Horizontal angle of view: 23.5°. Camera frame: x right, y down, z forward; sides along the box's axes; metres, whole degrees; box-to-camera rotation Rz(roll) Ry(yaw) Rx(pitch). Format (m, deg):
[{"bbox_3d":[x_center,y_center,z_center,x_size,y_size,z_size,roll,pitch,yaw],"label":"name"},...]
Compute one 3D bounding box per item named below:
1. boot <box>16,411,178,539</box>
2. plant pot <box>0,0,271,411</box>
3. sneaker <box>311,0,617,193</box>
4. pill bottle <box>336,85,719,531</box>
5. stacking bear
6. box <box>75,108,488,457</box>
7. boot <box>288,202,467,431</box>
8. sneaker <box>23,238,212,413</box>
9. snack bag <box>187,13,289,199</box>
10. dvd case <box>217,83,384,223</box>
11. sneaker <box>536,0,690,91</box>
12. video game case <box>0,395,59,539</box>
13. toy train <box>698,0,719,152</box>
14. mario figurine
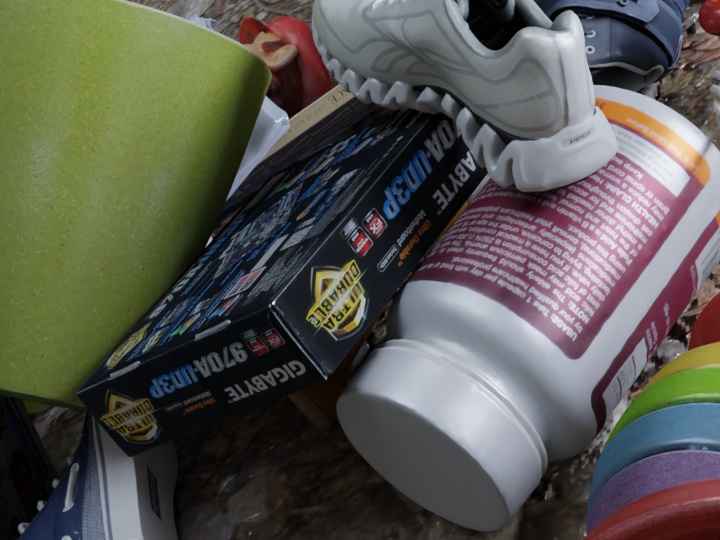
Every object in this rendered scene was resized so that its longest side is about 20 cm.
[{"bbox_3d":[-0.153,0.127,0.957,0.090,0.073,0.200,-26,30,7],"label":"boot"},{"bbox_3d":[-0.160,-0.029,0.935,0.187,0.187,0.200,2,78,49],"label":"plant pot"},{"bbox_3d":[0.044,-0.111,0.819,0.075,0.081,0.200,-31,39,-23],"label":"sneaker"},{"bbox_3d":[0.084,0.017,0.819,0.114,0.114,0.200,6,49,51],"label":"pill bottle"},{"bbox_3d":[0.154,0.074,0.676,0.114,0.122,0.200,-8,29,30],"label":"stacking bear"},{"bbox_3d":[-0.031,-0.004,0.860,0.159,0.046,0.200,-24,20,44],"label":"box"},{"bbox_3d":[0.000,0.000,0.982,0.144,0.071,0.201,-35,24,3],"label":"boot"},{"bbox_3d":[-0.168,0.013,1.142,0.200,0.076,0.105,-27,29,19],"label":"sneaker"},{"bbox_3d":[-0.138,-0.059,1.081,0.200,0.021,0.189,-47,35,6],"label":"snack bag"},{"bbox_3d":[-0.040,-0.084,1.134,0.200,0.016,0.149,-35,-2,4],"label":"dvd case"},{"bbox_3d":[0.101,-0.176,1.019,0.077,0.202,0.146,120,170,-67],"label":"sneaker"},{"bbox_3d":[-0.217,0.135,0.947,0.018,0.143,0.200,-8,35,13],"label":"video game case"},{"bbox_3d":[0.233,-0.106,0.864,0.116,0.085,0.200,-12,25,14],"label":"toy train"},{"bbox_3d":[-0.108,-0.120,1.224,0.123,0.106,0.200,-7,31,45],"label":"mario figurine"}]
